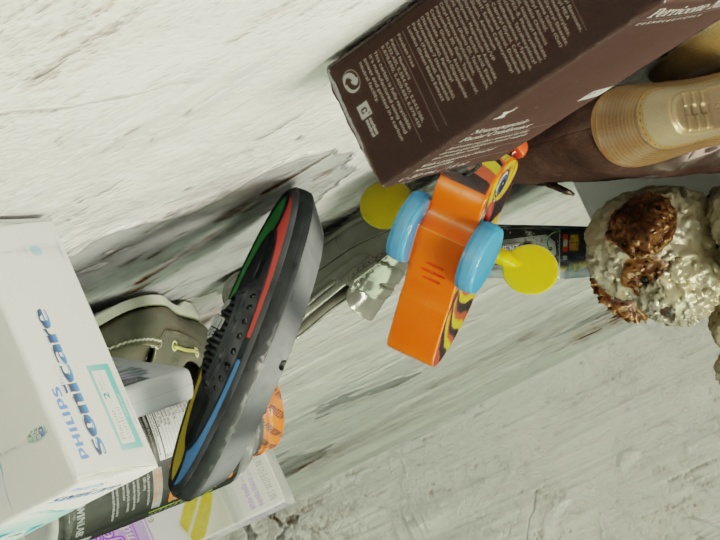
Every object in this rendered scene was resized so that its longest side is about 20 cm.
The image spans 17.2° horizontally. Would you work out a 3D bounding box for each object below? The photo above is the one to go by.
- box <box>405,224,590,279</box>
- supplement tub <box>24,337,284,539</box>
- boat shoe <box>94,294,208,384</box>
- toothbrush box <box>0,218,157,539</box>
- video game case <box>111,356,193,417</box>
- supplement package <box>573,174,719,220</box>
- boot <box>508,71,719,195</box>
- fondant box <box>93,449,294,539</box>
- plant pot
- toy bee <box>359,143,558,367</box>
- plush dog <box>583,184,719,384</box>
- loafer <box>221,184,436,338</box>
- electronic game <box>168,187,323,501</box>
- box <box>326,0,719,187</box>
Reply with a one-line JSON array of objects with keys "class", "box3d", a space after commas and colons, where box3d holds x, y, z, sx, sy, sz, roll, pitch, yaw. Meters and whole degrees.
[{"class": "box", "box3d": [0.114, -0.015, 1.804, 0.137, 0.040, 0.200, 1, -179, 21]}, {"class": "supplement tub", "box3d": [-0.164, 0.119, 1.750, 0.200, 0.123, 0.123, -19, 170, -30]}, {"class": "boat shoe", "box3d": [-0.147, 0.058, 1.619, 0.072, 0.060, 0.202, -26, 172, 13]}, {"class": "toothbrush box", "box3d": [-0.228, 0.079, 1.229, 0.200, 0.147, 0.085, -29, 170, 23]}, {"class": "video game case", "box3d": [-0.232, 0.083, 1.415, 0.200, 0.023, 0.182, -18, -164, -40]}, {"class": "supplement package", "box3d": [0.238, -0.063, 1.792, 0.114, 0.110, 0.200, -26, 171, 14]}, {"class": "boot", "box3d": [0.202, -0.092, 1.592, 0.200, 0.072, 0.166, 0, 172, -42]}, {"class": "fondant box", "box3d": [-0.173, 0.162, 1.916, 0.200, 0.144, 0.058, -25, 172, 5]}, {"class": "plant pot", "box3d": [0.291, -0.162, 1.611, 0.200, 0.028, 0.200, -23, 171, -4]}, {"class": "toy bee", "box3d": [0.074, -0.035, 1.521, 0.109, 0.131, 0.200, -50, 180, -42]}, {"class": "plush dog", "box3d": [0.237, -0.013, 1.619, 0.171, 0.161, 0.200, 7, 158, 3]}, {"class": "loafer", "box3d": [0.000, 0.000, 1.646, 0.200, 0.070, 0.070, -27, 171, 18]}, {"class": "electronic game", "box3d": [-0.072, 0.044, 1.430, 0.042, 0.200, 0.200, 22, 160, -8]}, {"class": "box", "box3d": [0.090, -0.118, 1.151, 0.100, 0.075, 0.200, -15, 166, -47]}]
